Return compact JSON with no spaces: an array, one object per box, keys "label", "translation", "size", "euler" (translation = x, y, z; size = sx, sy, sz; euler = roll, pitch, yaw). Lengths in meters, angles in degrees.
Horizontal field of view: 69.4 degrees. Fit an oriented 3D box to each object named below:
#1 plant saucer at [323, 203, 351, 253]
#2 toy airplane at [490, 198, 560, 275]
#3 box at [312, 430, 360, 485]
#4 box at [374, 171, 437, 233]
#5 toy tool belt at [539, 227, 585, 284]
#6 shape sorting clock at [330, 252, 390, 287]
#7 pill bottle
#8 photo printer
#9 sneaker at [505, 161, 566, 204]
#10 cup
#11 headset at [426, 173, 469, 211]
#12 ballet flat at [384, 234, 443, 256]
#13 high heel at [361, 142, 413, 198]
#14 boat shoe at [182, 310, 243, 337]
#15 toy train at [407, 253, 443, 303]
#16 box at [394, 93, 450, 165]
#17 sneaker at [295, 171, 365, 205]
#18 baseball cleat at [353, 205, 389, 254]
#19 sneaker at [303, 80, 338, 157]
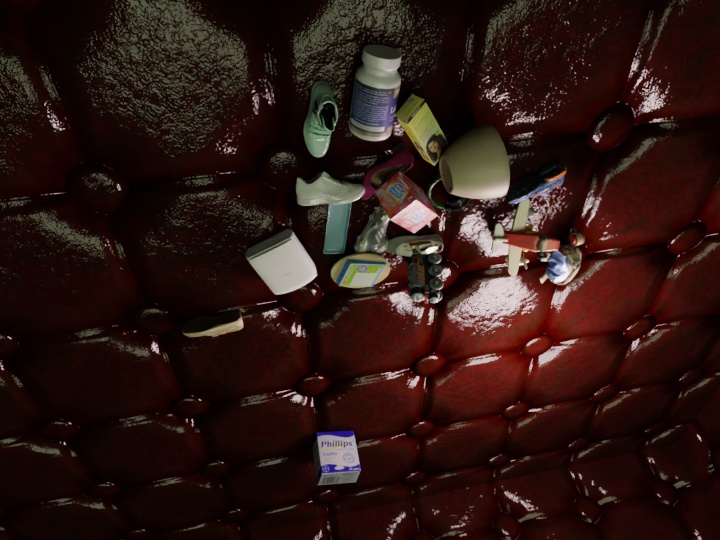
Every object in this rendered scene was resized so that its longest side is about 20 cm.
[{"label":"plant saucer","translation":[-0.072,-0.134,1.584],"size":[0.068,0.019,0.203],"euler":[-1,131,-14]},{"label":"toy airplane","translation":[0.523,-0.108,1.703],"size":[0.199,0.141,0.200],"euler":[-38,92,31]},{"label":"box","translation":[-0.111,0.834,2.322],"size":[0.180,0.202,0.106],"euler":[3,130,-17]},{"label":"box","translation":[0.133,-0.190,1.479],"size":[0.095,0.101,0.199],"euler":[-34,160,18]},{"label":"toy tool belt","translation":[0.695,-0.041,1.803],"size":[0.120,0.126,0.203],"euler":[-12,133,-15]},{"label":"shape sorting clock","translation":[0.000,0.000,1.694],"size":[0.195,0.040,0.201],"euler":[-9,150,-5]},{"label":"pill bottle","translation":[0.037,-0.434,1.273],"size":[0.113,0.117,0.203],"euler":[-1,132,-13]},{"label":"photo printer","translation":[-0.236,-0.016,1.610],"size":[0.164,0.070,0.201],"euler":[-24,133,7]},{"label":"sneaker","translation":[0.545,-0.254,1.605],"size":[0.197,0.076,0.079],"euler":[-25,137,10]},{"label":"cup","translation":[0.297,-0.279,1.416],"size":[0.140,0.202,0.203],"euler":[-18,134,-5]},{"label":"headset","translation":[0.297,-0.246,1.561],"size":[0.195,0.095,0.125],"euler":[0,134,6]},{"label":"ballet flat","translation":[0.173,-0.077,1.669],"size":[0.195,0.064,0.068],"euler":[-8,133,-8]},{"label":"high heel","translation":[0.068,-0.260,1.452],"size":[0.067,0.097,0.201],"euler":[22,123,-31]},{"label":"boat shoe","translation":[-0.490,0.193,1.730],"size":[0.195,0.072,0.065],"euler":[-10,133,-7]},{"label":"toy train","translation":[0.208,0.020,1.683],"size":[0.111,0.203,0.086],"euler":[-1,140,5]},{"label":"box","translation":[0.168,-0.368,1.372],"size":[0.076,0.050,0.200],"euler":[-50,141,1]},{"label":"sneaker","translation":[-0.085,-0.236,1.455],"size":[0.195,0.076,0.090],"euler":[-6,118,-4]},{"label":"baseball cleat","translation":[0.058,-0.123,1.604],"size":[0.105,0.071,0.200],"euler":[12,138,-31]},{"label":"sneaker","translation":[-0.100,-0.355,1.307],"size":[0.072,0.120,0.203],"euler":[-4,134,-13]}]
